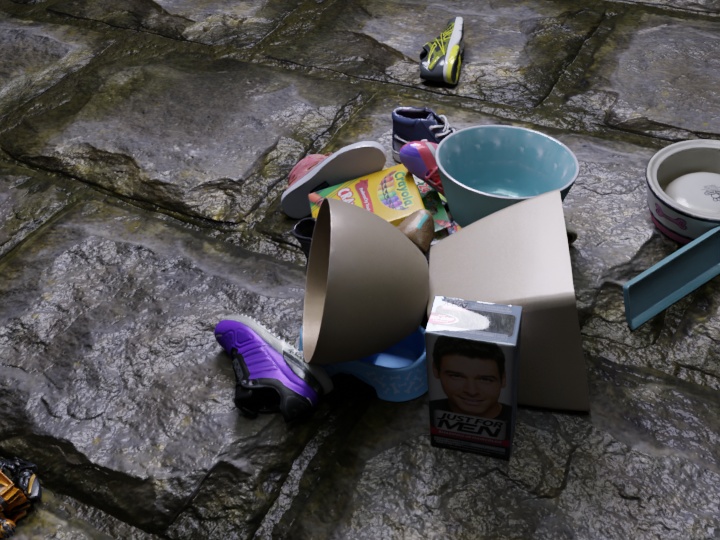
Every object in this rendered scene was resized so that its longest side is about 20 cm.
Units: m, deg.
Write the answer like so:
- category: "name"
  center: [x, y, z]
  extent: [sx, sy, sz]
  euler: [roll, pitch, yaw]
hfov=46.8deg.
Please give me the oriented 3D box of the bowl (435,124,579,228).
- category: "bowl"
  center: [0.199, -0.112, 1.172]
  extent: [0.198, 0.106, 0.202]
  euler: [2, 37, -1]

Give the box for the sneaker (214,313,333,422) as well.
- category: "sneaker"
  center: [-0.138, 0.131, 1.077]
  extent: [0.199, 0.070, 0.100]
  euler: [25, 59, 34]

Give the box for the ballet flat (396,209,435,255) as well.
- category: "ballet flat"
  center: [0.066, -0.041, 1.152]
  extent: [0.067, 0.200, 0.073]
  euler: [31, 76, 2]

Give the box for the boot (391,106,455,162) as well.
- category: "boot"
  center: [0.140, -0.217, 1.402]
  extent: [0.198, 0.091, 0.073]
  euler: [13, 45, 21]

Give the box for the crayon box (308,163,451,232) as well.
- category: "crayon box"
  center: [0.026, -0.091, 1.261]
  extent: [0.198, 0.051, 0.128]
  euler: [-18, 42, 2]

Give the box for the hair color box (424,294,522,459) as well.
- category: "hair color box"
  center: [0.129, 0.125, 0.947]
  extent: [0.098, 0.202, 0.061]
  euler: [7, 43, 15]

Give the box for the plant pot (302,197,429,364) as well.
- category: "plant pot"
  center: [0.009, 0.020, 1.018]
  extent: [0.133, 0.202, 0.202]
  euler: [7, 41, -10]

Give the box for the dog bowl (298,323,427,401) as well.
- category: "dog bowl"
  center: [0.007, 0.103, 1.101]
  extent: [0.198, 0.050, 0.112]
  euler: [12, 45, 19]

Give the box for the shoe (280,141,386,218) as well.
- category: "shoe"
  center: [-0.044, -0.166, 1.342]
  extent: [0.199, 0.072, 0.092]
  euler: [-29, 32, 25]

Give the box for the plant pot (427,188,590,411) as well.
- category: "plant pot"
  center: [0.182, 0.047, 1.044]
  extent: [0.175, 0.201, 0.201]
  euler: [-8, 41, 14]

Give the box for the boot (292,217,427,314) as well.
- category: "boot"
  center: [0.000, 0.000, 1.149]
  extent: [0.198, 0.132, 0.070]
  euler: [11, 52, 20]

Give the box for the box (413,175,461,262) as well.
- category: "box"
  center: [0.088, -0.090, 1.312]
  extent: [0.109, 0.035, 0.201]
  euler: [-14, 43, -7]

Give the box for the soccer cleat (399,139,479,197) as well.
- category: "soccer cleat"
  center: [0.144, -0.128, 1.261]
  extent: [0.199, 0.067, 0.077]
  euler: [29, 45, -24]

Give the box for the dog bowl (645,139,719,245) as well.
- category: "dog bowl"
  center: [0.525, -0.111, 1.248]
  extent: [0.197, 0.074, 0.202]
  euler: [-3, 42, 3]

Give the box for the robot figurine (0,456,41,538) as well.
- category: "robot figurine"
  center: [-0.477, 0.256, 0.991]
  extent: [0.199, 0.059, 0.145]
  euler: [24, 52, 31]

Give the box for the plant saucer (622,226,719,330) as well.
- category: "plant saucer"
  center: [0.432, 0.006, 1.139]
  extent: [0.198, 0.071, 0.019]
  euler: [-27, 30, -21]

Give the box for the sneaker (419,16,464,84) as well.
- category: "sneaker"
  center: [0.162, -0.447, 1.663]
  extent: [0.083, 0.075, 0.201]
  euler: [3, 43, 11]

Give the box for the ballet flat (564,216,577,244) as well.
- category: "ballet flat"
  center: [0.235, -0.026, 1.204]
  extent: [0.199, 0.068, 0.062]
  euler: [-30, 59, -22]
